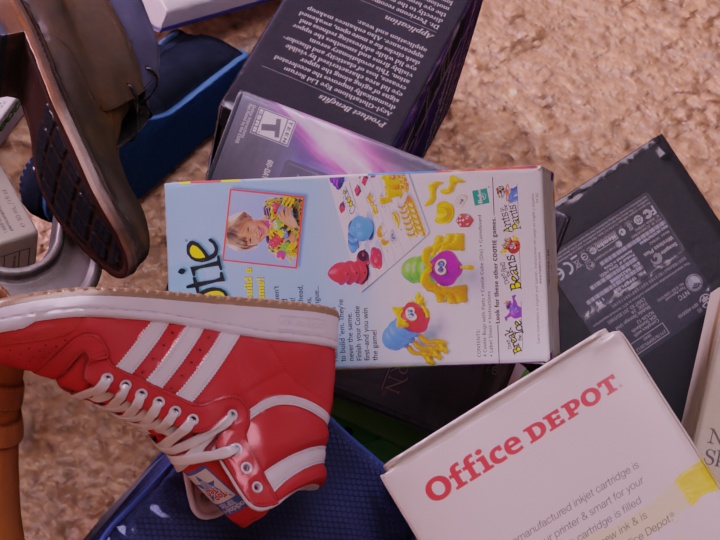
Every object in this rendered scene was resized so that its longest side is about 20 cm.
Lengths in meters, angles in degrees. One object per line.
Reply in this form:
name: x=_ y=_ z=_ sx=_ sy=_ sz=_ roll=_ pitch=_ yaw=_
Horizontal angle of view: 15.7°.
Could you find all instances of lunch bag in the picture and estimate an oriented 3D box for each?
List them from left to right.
lunch bag: x=-0.081 y=0.170 z=1.387 sx=0.136 sy=0.132 sz=0.200 roll=44 pitch=57 yaw=-2

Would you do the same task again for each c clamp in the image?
c clamp: x=-0.219 y=-0.045 z=1.435 sx=0.171 sy=0.027 sz=0.200 roll=14 pitch=54 yaw=-3

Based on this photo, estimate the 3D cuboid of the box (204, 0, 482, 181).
box: x=-0.011 y=-0.101 z=1.594 sx=0.104 sy=0.148 sz=0.200 roll=23 pitch=54 yaw=5

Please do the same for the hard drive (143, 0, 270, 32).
hard drive: x=-0.091 y=-0.228 z=1.723 sx=0.200 sy=0.025 sz=0.132 roll=-21 pitch=60 yaw=-39

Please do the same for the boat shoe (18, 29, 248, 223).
boat shoe: x=-0.149 y=-0.087 z=1.610 sx=0.069 sy=0.084 sz=0.200 roll=30 pitch=37 yaw=20

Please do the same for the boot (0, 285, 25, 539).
boot: x=-0.189 y=0.101 z=1.327 sx=0.077 sy=0.155 sz=0.200 roll=6 pitch=28 yaw=-38

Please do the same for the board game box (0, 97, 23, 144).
board game box: x=-0.248 y=-0.162 z=1.659 sx=0.126 sy=0.035 sz=0.200 roll=25 pitch=52 yaw=7

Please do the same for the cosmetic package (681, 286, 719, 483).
cosmetic package: x=0.229 y=0.115 z=1.471 sx=0.105 sy=0.071 sz=0.200 roll=12 pitch=84 yaw=0

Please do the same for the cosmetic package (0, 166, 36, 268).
cosmetic package: x=-0.289 y=0.011 z=1.470 sx=0.200 sy=0.105 sz=0.071 roll=-18 pitch=59 yaw=-25

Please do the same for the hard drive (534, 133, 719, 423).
hard drive: x=0.175 y=0.040 z=1.536 sx=0.139 sy=0.033 sz=0.200 roll=-32 pitch=88 yaw=-15

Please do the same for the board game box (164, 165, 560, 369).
board game box: x=0.004 y=0.000 z=1.403 sx=0.200 sy=0.103 sz=0.105 roll=-2 pitch=90 yaw=7

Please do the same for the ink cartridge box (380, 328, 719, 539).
ink cartridge box: x=0.122 y=0.149 z=1.336 sx=0.145 sy=0.083 sz=0.200 roll=-31 pitch=85 yaw=0

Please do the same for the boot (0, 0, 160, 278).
boot: x=-0.137 y=-0.090 z=1.435 sx=0.097 sy=0.075 sz=0.200 roll=-18 pitch=64 yaw=-26

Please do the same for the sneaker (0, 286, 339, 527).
sneaker: x=-0.100 y=0.069 z=1.286 sx=0.200 sy=0.071 sz=0.113 roll=4 pitch=81 yaw=-27

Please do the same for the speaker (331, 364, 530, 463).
speaker: x=0.004 y=0.059 z=1.516 sx=0.200 sy=0.088 sz=0.088 roll=25 pitch=53 yaw=7

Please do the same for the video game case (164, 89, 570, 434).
video game case: x=0.000 y=0.000 z=1.465 sx=0.200 sy=0.019 sz=0.143 roll=21 pitch=93 yaw=8
